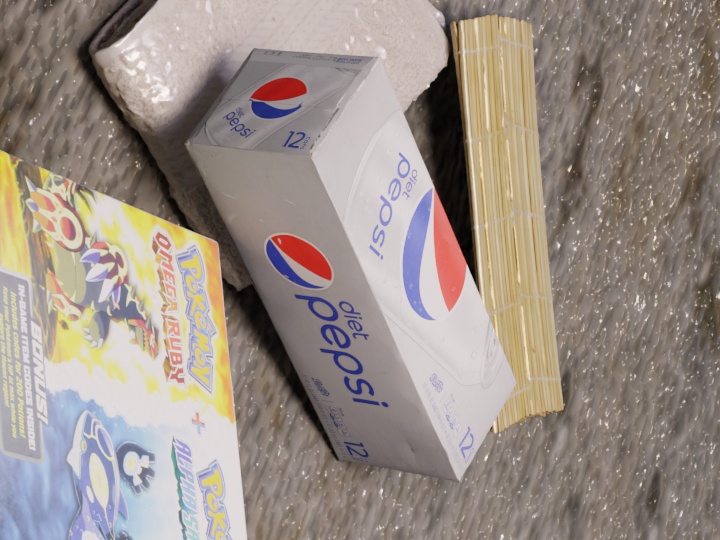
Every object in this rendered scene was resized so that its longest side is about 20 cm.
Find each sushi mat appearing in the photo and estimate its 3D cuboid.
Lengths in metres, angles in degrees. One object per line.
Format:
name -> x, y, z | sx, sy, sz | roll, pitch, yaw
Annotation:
sushi mat -> 0.072, -0.024, 1.258 | 0.096, 0.012, 0.201 | -5, 90, -64

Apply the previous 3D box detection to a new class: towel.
towel -> -0.033, -0.099, 1.151 | 0.133, 0.034, 0.200 | 59, 45, -24

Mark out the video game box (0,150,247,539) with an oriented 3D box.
video game box -> -0.113, 0.063, 0.977 | 0.182, 0.047, 0.201 | 26, 52, -55

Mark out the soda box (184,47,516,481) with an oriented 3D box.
soda box -> 0.000, 0.000, 1.110 | 0.064, 0.068, 0.200 | -57, 138, -34
